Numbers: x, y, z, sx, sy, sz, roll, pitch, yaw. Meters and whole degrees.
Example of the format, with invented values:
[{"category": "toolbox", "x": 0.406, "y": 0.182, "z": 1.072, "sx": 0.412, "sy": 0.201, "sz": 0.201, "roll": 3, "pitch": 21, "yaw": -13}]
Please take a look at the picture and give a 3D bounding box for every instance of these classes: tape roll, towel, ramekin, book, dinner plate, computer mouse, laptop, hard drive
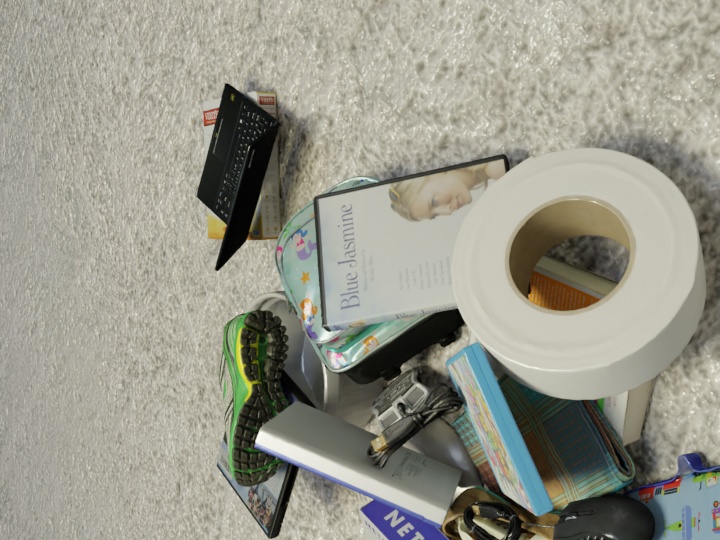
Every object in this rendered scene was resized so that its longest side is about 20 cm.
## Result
[{"category": "tape roll", "x": 0.178, "y": 0.000, "z": 0.757, "sx": 0.201, "sy": 0.071, "sz": 0.204, "roll": -12, "pitch": 61, "yaw": 21}, {"category": "towel", "x": 0.168, "y": 0.170, "z": 0.884, "sx": 0.147, "sy": 0.022, "sz": 0.200, "roll": 61, "pitch": 146, "yaw": 19}, {"category": "ramekin", "x": -0.059, "y": 0.121, "z": 1.132, "sx": 0.200, "sy": 0.105, "sz": 0.202, "roll": 10, "pitch": 103, "yaw": 51}, {"category": "book", "x": 0.185, "y": 0.062, "z": 0.865, "sx": 0.200, "sy": 0.048, "sz": 0.135, "roll": 27, "pitch": 119, "yaw": 48}, {"category": "dinner plate", "x": 0.066, "y": 0.261, "z": 1.058, "sx": 0.200, "sy": 0.024, "sz": 0.202, "roll": 9, "pitch": 102, "yaw": 52}, {"category": "computer mouse", "x": 0.168, "y": 0.221, "z": 0.817, "sx": 0.199, "sy": 0.059, "sz": 0.034, "roll": -12, "pitch": 129, "yaw": 43}, {"category": "laptop", "x": -0.180, "y": -0.127, "z": 1.196, "sx": 0.200, "sy": 0.103, "sz": 0.178, "roll": 40, "pitch": 121, "yaw": 36}, {"category": "hard drive", "x": 0.003, "y": 0.197, "z": 0.949, "sx": 0.199, "sy": 0.132, "sz": 0.026, "roll": 21, "pitch": 98, "yaw": 11}, {"category": "computer mouse", "x": 0.053, "y": 0.151, "z": 0.978, "sx": 0.110, "sy": 0.200, "sz": 0.044, "roll": -43, "pitch": 93, "yaw": 2}]

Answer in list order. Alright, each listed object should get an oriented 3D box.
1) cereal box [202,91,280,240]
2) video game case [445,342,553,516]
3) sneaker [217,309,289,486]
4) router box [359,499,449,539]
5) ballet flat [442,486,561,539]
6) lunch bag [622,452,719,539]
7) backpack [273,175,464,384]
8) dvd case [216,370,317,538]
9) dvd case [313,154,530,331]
[{"category": "cereal box", "x": -0.169, "y": -0.144, "z": 1.288, "sx": 0.143, "sy": 0.039, "sz": 0.202, "roll": 3, "pitch": 97, "yaw": 50}, {"category": "video game case", "x": 0.118, "y": 0.140, "z": 0.821, "sx": 0.200, "sy": 0.018, "sz": 0.144, "roll": 80, "pitch": 166, "yaw": -81}, {"category": "sneaker", "x": -0.125, "y": 0.148, "z": 1.060, "sx": 0.085, "sy": 0.078, "sz": 0.202, "roll": -7, "pitch": 79, "yaw": 57}, {"category": "router box", "x": 0.087, "y": 0.351, "z": 0.958, "sx": 0.200, "sy": 0.049, "sz": 0.180, "roll": 35, "pitch": 147, "yaw": 47}, {"category": "ballet flat", "x": 0.153, "y": 0.259, "z": 0.868, "sx": 0.199, "sy": 0.072, "sz": 0.068, "roll": 9, "pitch": 124, "yaw": 49}, {"category": "lunch bag", "x": 0.285, "y": 0.249, "z": 0.739, "sx": 0.150, "sy": 0.094, "sz": 0.201, "roll": -36, "pitch": 56, "yaw": 50}, {"category": "backpack", "x": 0.000, "y": 0.000, "z": 0.994, "sx": 0.177, "sy": 0.150, "sz": 0.201, "roll": -34, "pitch": 57, "yaw": 11}, {"category": "dvd case", "x": -0.119, "y": 0.207, "z": 1.121, "sx": 0.143, "sy": 0.017, "sz": 0.201, "roll": 41, "pitch": 125, "yaw": 40}, {"category": "dvd case", "x": 0.054, "y": -0.027, "z": 0.881, "sx": 0.198, "sy": 0.018, "sz": 0.144, "roll": -11, "pitch": 66, "yaw": 13}]
